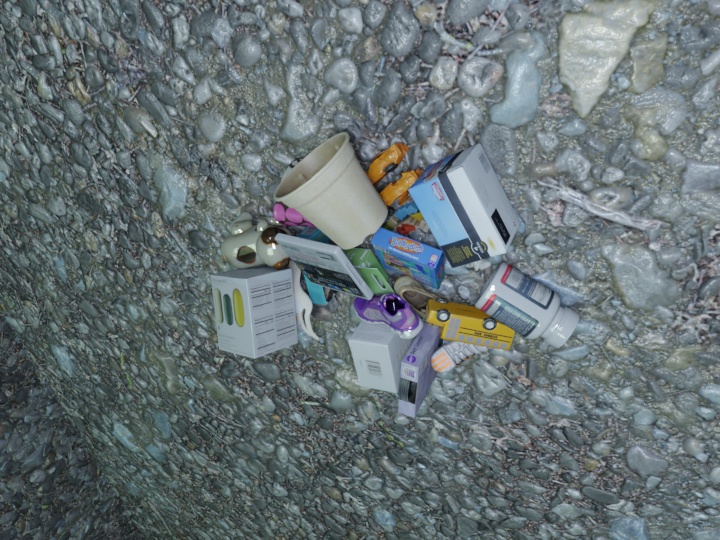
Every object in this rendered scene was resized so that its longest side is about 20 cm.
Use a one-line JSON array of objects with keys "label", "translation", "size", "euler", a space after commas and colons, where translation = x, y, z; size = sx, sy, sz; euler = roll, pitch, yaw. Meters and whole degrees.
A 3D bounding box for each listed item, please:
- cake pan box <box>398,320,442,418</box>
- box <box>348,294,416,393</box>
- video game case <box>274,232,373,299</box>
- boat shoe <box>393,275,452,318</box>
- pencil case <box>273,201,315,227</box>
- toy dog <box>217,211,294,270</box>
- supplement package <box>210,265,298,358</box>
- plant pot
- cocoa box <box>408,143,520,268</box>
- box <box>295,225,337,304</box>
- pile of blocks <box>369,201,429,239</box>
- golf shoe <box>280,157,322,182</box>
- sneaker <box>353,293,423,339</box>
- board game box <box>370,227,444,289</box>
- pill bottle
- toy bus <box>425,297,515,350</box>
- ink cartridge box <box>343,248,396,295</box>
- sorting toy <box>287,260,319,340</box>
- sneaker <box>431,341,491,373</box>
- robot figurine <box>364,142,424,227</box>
[{"label": "cake pan box", "translation": [0.153, 0.242, 1.429], "size": [0.052, 0.200, 0.184], "euler": [15, 130, 21]}, {"label": "box", "translation": [0.070, 0.178, 1.431], "size": [0.106, 0.200, 0.152], "euler": [5, 124, 27]}, {"label": "video game case", "translation": [-0.084, -0.010, 1.325], "size": [0.200, 0.023, 0.182], "euler": [14, 152, 39]}, {"label": "boat shoe", "translation": [0.163, 0.087, 1.365], "size": [0.200, 0.065, 0.071], "euler": [30, 109, -22]}, {"label": "pencil case", "translation": [-0.109, -0.138, 1.396], "size": [0.200, 0.094, 0.091], "euler": [10, 86, 26]}, {"label": "toy dog", "translation": [-0.256, -0.069, 1.458], "size": [0.200, 0.194, 0.140], "euler": [4, 115, 39]}, {"label": "supplement package", "translation": [-0.272, 0.100, 1.465], "size": [0.152, 0.151, 0.200], "euler": [5, 103, 40]}, {"label": "plant pot", "translation": [-0.047, -0.153, 1.192], "size": [0.200, 0.201, 0.184], "euler": [-22, 121, 39]}, {"label": "cocoa box", "translation": [0.216, -0.131, 1.173], "size": [0.131, 0.133, 0.200], "euler": [-18, 111, 38]}, {"label": "box", "translation": [-0.110, -0.016, 1.479], "size": [0.049, 0.082, 0.200], "euler": [5, 124, 27]}, {"label": "pile of blocks", "translation": [0.087, -0.109, 1.313], "size": [0.200, 0.062, 0.082], "euler": [-19, 111, 37]}, {"label": "golf shoe", "translation": [-0.131, -0.227, 1.340], "size": [0.200, 0.088, 0.077], "euler": [-22, 111, 40]}, {"label": "sneaker", "translation": [0.057, 0.086, 1.342], "size": [0.200, 0.080, 0.089], "euler": [20, 148, 43]}, {"label": "board game box", "translation": [0.112, -0.024, 1.293], "size": [0.152, 0.045, 0.200], "euler": [22, 169, 14]}, {"label": "pill bottle", "translation": [0.364, 0.080, 1.246], "size": [0.200, 0.120, 0.120], "euler": [32, 132, 7]}, {"label": "toy bus", "translation": [0.248, 0.122, 1.305], "size": [0.200, 0.065, 0.078], "euler": [10, 116, -2]}, {"label": "ink cartridge box", "translation": [0.000, 0.000, 1.401], "size": [0.200, 0.059, 0.104], "euler": [5, 142, 41]}, {"label": "sorting toy", "translation": [-0.168, 0.105, 1.539], "size": [0.180, 0.107, 0.200], "euler": [32, 140, 48]}, {"label": "sneaker", "translation": [0.263, 0.181, 1.411], "size": [0.200, 0.112, 0.078], "euler": [-30, 79, 9]}, {"label": "robot figurine", "translation": [0.048, -0.185, 1.272], "size": [0.200, 0.058, 0.145], "euler": [-38, 81, 42]}]
